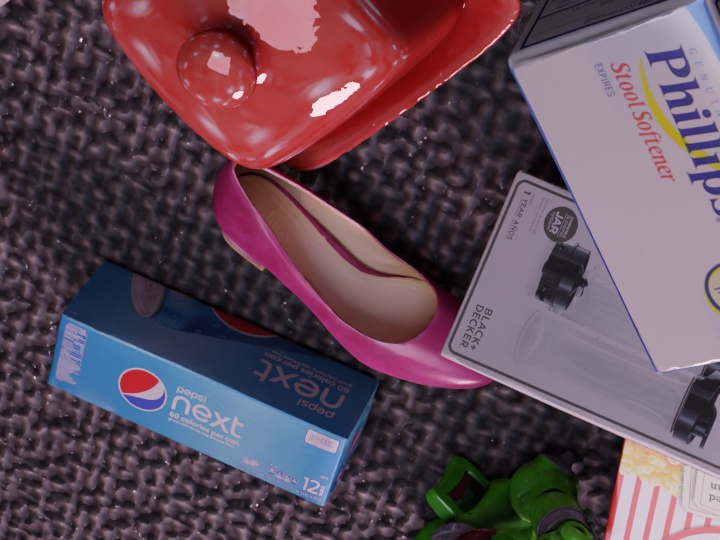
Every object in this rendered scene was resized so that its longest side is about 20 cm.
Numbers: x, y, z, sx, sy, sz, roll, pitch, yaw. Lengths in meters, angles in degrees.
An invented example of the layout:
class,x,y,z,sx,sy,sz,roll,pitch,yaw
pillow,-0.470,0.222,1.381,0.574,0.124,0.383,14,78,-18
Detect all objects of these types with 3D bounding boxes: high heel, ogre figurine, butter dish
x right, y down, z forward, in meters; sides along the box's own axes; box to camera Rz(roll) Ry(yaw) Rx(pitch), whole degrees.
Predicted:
class,x,y,z,sx,sy,sz,roll,pitch,yaw
high heel,0.000,0.000,1.150,0.200,0.067,0.096,37,163,9
ogre figurine,0.076,0.181,1.224,0.098,0.120,0.200,27,130,-2
butter dish,-0.053,-0.137,1.041,0.200,0.148,0.199,47,128,-13

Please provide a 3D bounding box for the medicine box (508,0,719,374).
class,x,y,z,sx,sy,sz,roll,pitch,yaw
medicine box,0.174,-0.084,0.947,0.103,0.200,0.182,-15,116,30

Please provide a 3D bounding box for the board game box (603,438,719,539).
class,x,y,z,sx,sy,sz,roll,pitch,yaw
board game box,0.223,0.168,1.165,0.151,0.046,0.200,13,109,14

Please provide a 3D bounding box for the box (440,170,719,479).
class,x,y,z,sx,sy,sz,roll,pitch,yaw
box,0.158,0.036,1.091,0.200,0.060,0.117,22,89,7

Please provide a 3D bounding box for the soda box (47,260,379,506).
class,x,y,z,sx,sy,sz,roll,pitch,yaw
soda box,-0.095,0.071,1.253,0.200,0.068,0.064,24,128,6

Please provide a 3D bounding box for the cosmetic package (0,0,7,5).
class,x,y,z,sx,sy,sz,roll,pitch,yaw
cosmetic package,-0.197,-0.191,1.048,0.081,0.113,0.200,52,145,-13
